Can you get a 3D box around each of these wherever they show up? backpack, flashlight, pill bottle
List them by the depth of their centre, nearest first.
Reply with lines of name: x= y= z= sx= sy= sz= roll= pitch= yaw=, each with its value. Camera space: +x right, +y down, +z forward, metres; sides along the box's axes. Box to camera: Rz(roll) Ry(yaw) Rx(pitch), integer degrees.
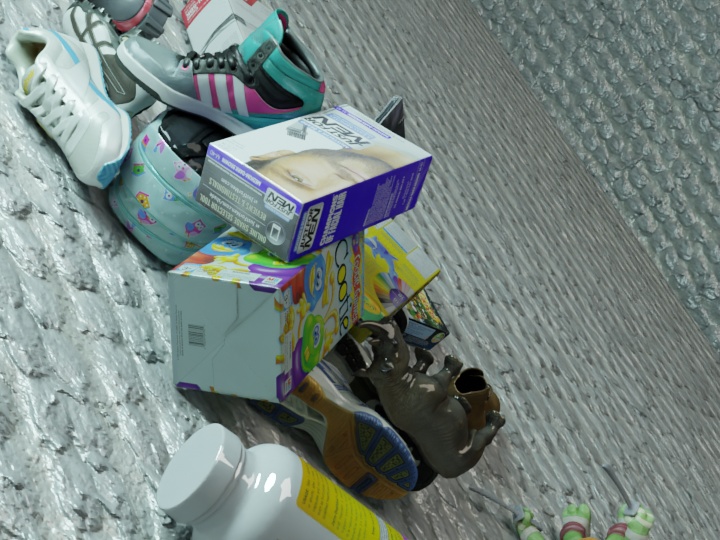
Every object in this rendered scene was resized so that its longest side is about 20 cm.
pill bottle: x=-0.052 y=0.198 z=0.946 sx=0.200 sy=0.104 sz=0.104 roll=41 pitch=21 yaw=-23
backpack: x=-0.151 y=-0.090 z=1.238 sx=0.167 sy=0.127 sz=0.200 roll=37 pitch=21 yaw=2
flashlight: x=-0.306 y=-0.333 z=1.441 sx=0.200 sy=0.068 sz=0.068 roll=34 pitch=19 yaw=-39

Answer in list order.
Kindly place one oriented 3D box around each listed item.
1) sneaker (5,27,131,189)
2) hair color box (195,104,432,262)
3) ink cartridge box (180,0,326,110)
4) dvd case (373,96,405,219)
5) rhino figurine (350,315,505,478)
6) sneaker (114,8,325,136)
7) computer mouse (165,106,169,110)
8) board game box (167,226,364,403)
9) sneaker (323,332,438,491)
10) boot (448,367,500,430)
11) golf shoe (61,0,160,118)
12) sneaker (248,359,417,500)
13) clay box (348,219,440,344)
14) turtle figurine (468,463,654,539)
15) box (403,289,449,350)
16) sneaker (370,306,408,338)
sneaker: x=-0.272 y=-0.150 z=1.179 sx=0.081 sy=0.077 sz=0.200 roll=16 pitch=31 yaw=-43
hair color box: x=-0.037 y=-0.083 z=1.132 sx=0.109 sy=0.065 sz=0.200 roll=33 pitch=34 yaw=23
ink cartridge box: x=-0.142 y=-0.274 z=1.661 sx=0.147 sy=0.083 sz=0.200 roll=32 pitch=25 yaw=-40
dvd case: x=0.007 y=-0.087 z=1.471 sx=0.016 sy=0.149 sz=0.200 roll=15 pitch=44 yaw=22
rhino figurine: x=0.057 y=0.116 z=1.189 sx=0.200 sy=0.060 sz=0.088 roll=50 pitch=56 yaw=-29
sneaker: x=-0.116 y=-0.194 z=1.175 sx=0.199 sy=0.121 sz=0.084 roll=26 pitch=25 yaw=-14
computer mouse: x=-0.143 y=-0.119 z=1.356 sx=0.046 sy=0.140 sz=0.201 roll=-55 pitch=142 yaw=-61
board game box: x=-0.076 y=0.022 z=1.122 sx=0.200 sy=0.102 sz=0.105 roll=-45 pitch=139 yaw=-62
sneaker: x=0.011 y=0.130 z=1.278 sx=0.200 sy=0.077 sz=0.089 roll=53 pitch=3 yaw=-2
boot: x=0.131 y=0.151 z=1.478 sx=0.074 sy=0.075 sz=0.200 roll=53 pitch=19 yaw=18
golf shoe: x=-0.267 y=-0.210 z=1.292 sx=0.200 sy=0.095 sz=0.078 roll=32 pitch=-13 yaw=46
sneaker: x=-0.020 y=0.129 z=1.190 sx=0.200 sy=0.075 sz=0.088 roll=44 pitch=20 yaw=-16
clay box: x=0.000 y=0.000 z=1.317 sx=0.115 sy=0.048 sz=0.200 roll=46 pitch=28 yaw=5
turtle figurine: x=0.250 y=0.273 z=1.405 sx=0.201 sy=0.144 sz=0.194 roll=57 pitch=17 yaw=11
box: x=0.020 y=-0.002 z=1.573 sx=0.136 sy=0.038 sz=0.201 roll=22 pitch=33 yaw=-52
sneaker: x=-0.034 y=0.039 z=1.348 sx=0.200 sy=0.073 sz=0.112 roll=34 pitch=28 yaw=-19
